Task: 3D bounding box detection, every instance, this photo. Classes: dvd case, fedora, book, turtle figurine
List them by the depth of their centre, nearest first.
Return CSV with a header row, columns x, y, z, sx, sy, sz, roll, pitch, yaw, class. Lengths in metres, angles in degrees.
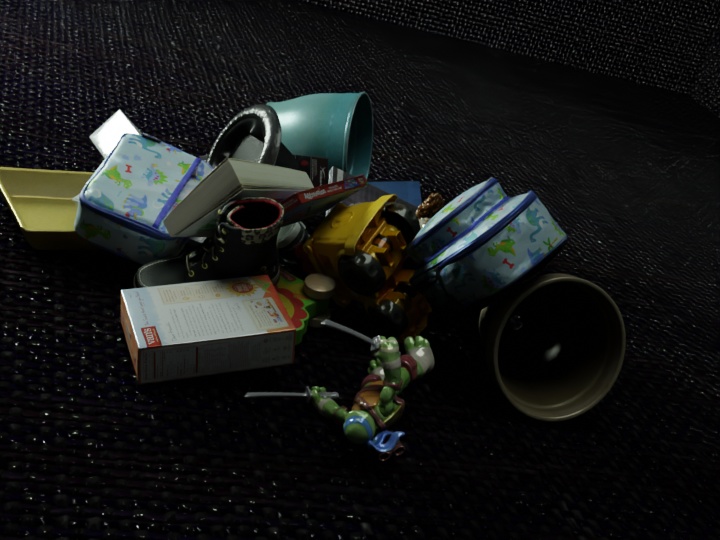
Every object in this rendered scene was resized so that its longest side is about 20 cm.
x,y,z,sx,sy,sz,roll,pitch,yaw,class
0.001,0.122,1.317,0.198,0.146,0.194,29,22,16,turtle figurine
-0.165,-0.092,1.469,0.048,0.133,0.199,60,24,12,book
-0.157,-0.153,1.622,0.091,0.201,0.201,30,14,-33,fedora
0.032,-0.071,1.730,0.198,0.016,0.150,24,47,-24,dvd case

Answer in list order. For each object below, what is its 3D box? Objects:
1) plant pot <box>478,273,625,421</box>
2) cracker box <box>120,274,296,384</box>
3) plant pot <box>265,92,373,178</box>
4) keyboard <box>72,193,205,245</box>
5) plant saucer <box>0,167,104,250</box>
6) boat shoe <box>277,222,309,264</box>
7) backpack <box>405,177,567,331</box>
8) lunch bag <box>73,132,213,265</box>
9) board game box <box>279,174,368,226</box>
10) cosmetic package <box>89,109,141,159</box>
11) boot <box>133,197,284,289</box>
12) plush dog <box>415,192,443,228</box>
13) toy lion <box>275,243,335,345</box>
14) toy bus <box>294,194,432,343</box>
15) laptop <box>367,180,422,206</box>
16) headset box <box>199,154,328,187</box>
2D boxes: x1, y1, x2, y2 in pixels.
x,y,z,sx,sy,sz,roll,pitch,yaw,class
0.252,0.091,1.529,0.197,0.203,0.173,10,9,-16,plant pot
-0.194,0.071,1.346,0.197,0.058,0.134,-5,33,-20,cracker box
-0.089,-0.233,1.967,0.185,0.203,0.200,7,22,12,plant pot
-0.319,-0.078,1.561,0.197,0.011,0.056,19,24,-1,keyboard
-0.425,-0.083,1.568,0.198,0.049,0.200,1,30,-34,plant saucer
-0.126,-0.058,1.711,0.060,0.075,0.200,50,1,-24,boat shoe
0.167,-0.034,1.467,0.182,0.200,0.148,-39,96,-28,backpack
-0.299,-0.102,1.516,0.159,0.083,0.201,24,39,-1,lunch bag
-0.074,-0.093,1.514,0.020,0.102,0.199,61,29,3,board game box
-0.350,-0.165,1.712,0.200,0.071,0.102,45,-4,47,cosmetic package
-0.197,-0.028,1.402,0.200,0.155,0.074,-6,58,-16,boot
0.145,-0.027,1.695,0.169,0.161,0.202,19,46,-8,plush dog
-0.144,0.039,1.502,0.199,0.070,0.190,34,36,32,toy lion
0.000,0.000,1.578,0.190,0.201,0.136,0,41,41,toy bus
0.076,-0.052,1.769,0.185,0.117,0.200,-5,33,-40,laptop
-0.174,-0.155,1.792,0.197,0.076,0.148,3,-2,-29,headset box
